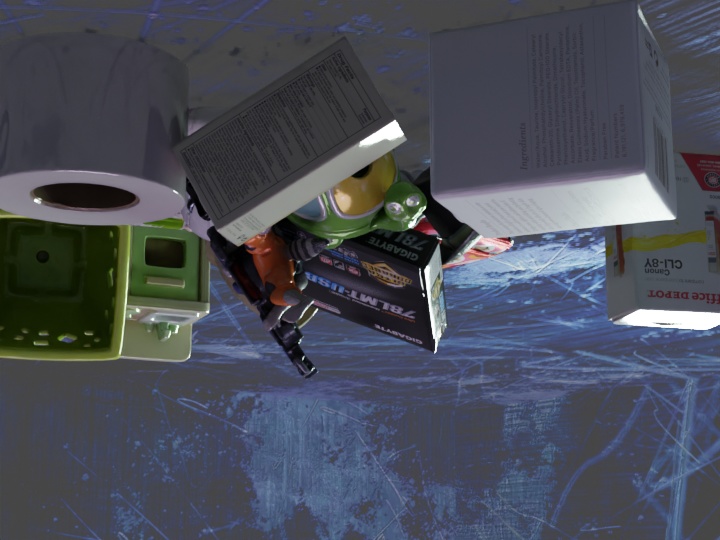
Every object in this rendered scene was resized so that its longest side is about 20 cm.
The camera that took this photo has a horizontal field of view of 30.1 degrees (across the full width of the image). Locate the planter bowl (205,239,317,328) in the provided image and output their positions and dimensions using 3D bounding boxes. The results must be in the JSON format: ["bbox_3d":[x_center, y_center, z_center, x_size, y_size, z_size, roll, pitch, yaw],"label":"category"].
[{"bbox_3d":[-0.112,-0.040,1.707,0.134,0.201,0.200,23,175,18],"label":"planter bowl"}]

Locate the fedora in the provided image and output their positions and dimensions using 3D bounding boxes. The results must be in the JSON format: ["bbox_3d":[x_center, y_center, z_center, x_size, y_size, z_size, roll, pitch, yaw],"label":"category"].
[{"bbox_3d":[0.118,-0.100,1.551,0.091,0.201,0.201,38,160,-6],"label":"fedora"}]

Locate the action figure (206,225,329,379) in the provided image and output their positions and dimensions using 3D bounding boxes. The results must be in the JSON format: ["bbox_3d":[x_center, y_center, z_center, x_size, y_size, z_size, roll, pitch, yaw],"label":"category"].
[{"bbox_3d":[-0.077,0.015,1.456,0.104,0.200,0.193,-35,-176,-7],"label":"action figure"}]

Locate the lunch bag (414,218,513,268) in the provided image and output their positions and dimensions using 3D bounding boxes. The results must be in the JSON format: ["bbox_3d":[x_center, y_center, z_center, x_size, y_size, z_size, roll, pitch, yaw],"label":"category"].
[{"bbox_3d":[0.111,-0.062,1.816,0.176,0.082,0.199,-15,162,38],"label":"lunch bag"}]

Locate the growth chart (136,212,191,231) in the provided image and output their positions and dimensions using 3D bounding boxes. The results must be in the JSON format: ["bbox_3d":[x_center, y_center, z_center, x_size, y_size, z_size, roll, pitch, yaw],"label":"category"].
[{"bbox_3d":[-0.214,-0.105,1.604,0.144,0.018,0.200,-1,150,-41],"label":"growth chart"}]

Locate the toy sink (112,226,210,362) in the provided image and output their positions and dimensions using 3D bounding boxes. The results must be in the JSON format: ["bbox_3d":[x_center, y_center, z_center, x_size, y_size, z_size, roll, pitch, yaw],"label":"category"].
[{"bbox_3d":[-0.288,0.021,1.899,0.130,0.201,0.112,6,167,-22],"label":"toy sink"}]

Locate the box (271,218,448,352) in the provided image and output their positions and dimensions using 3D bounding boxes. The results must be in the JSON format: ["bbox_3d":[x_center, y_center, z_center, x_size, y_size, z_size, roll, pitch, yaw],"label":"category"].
[{"bbox_3d":[0.000,0.000,1.540,0.199,0.050,0.199,21,152,18],"label":"box"}]

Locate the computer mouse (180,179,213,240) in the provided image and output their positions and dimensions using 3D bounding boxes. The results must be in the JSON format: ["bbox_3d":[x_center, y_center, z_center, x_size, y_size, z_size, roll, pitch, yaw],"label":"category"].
[{"bbox_3d":[-0.187,-0.074,1.549,0.044,0.110,0.200,-43,164,-8],"label":"computer mouse"}]

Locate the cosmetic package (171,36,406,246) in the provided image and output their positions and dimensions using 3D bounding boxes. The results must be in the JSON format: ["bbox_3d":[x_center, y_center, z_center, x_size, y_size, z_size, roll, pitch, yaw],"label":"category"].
[{"bbox_3d":[-0.068,-0.122,1.287,0.199,0.104,0.073,-30,164,4],"label":"cosmetic package"}]

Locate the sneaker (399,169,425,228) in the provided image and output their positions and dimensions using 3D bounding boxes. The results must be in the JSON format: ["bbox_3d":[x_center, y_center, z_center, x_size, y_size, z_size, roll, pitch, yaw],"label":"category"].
[{"bbox_3d":[0.035,-0.110,1.609,0.075,0.116,0.200,-7,-160,30],"label":"sneaker"}]

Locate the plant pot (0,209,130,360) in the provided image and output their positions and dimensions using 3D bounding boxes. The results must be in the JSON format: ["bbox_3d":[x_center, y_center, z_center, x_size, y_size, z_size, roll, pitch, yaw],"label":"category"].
[{"bbox_3d":[-0.418,0.000,1.788,0.198,0.201,0.181,4,-169,-16],"label":"plant pot"}]

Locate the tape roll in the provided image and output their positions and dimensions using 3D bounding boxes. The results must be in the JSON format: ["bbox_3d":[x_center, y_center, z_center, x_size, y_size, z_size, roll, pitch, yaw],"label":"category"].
[{"bbox_3d":[-0.272,-0.136,1.334,0.201,0.140,0.203,0,168,0],"label":"tape roll"}]

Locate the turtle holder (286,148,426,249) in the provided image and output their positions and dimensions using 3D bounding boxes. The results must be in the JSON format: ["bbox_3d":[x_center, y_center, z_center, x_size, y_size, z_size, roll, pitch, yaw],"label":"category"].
[{"bbox_3d":[-0.024,-0.101,1.409,0.140,0.186,0.132,-21,149,-5],"label":"turtle holder"}]

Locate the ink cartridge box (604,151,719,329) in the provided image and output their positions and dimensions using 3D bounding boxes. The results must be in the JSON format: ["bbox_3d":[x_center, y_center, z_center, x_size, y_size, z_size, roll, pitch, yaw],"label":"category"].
[{"bbox_3d":[0.378,-0.037,1.625,0.144,0.201,0.083,3,167,-14],"label":"ink cartridge box"}]

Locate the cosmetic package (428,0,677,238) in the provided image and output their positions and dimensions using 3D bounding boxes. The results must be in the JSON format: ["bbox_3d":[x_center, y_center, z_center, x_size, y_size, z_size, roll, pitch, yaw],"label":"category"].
[{"bbox_3d":[0.183,-0.136,1.267,0.199,0.167,0.167,-6,166,21],"label":"cosmetic package"}]

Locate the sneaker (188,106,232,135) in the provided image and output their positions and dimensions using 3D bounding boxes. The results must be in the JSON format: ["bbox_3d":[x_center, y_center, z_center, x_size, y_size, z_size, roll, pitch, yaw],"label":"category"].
[{"bbox_3d":[-0.147,-0.141,1.513,0.099,0.075,0.200,12,166,13],"label":"sneaker"}]
